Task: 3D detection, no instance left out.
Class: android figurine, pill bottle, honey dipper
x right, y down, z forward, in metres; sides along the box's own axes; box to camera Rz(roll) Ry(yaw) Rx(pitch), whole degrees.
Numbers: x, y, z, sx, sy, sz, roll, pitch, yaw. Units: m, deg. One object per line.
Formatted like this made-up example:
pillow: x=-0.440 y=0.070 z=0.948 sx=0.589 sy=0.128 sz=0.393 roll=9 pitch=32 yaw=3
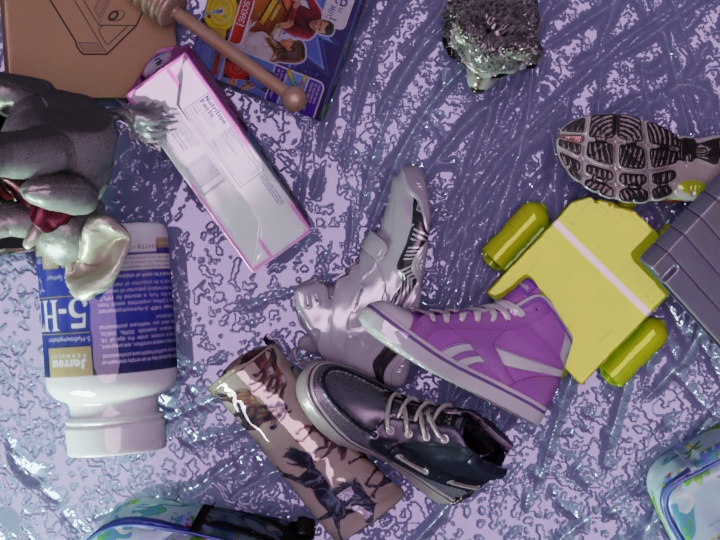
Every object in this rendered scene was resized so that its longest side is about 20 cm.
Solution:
android figurine: x=0.200 y=0.016 z=1.541 sx=0.182 sy=0.041 sz=0.200 roll=42 pitch=93 yaw=2
pill bottle: x=-0.224 y=0.061 z=1.510 sx=0.119 sy=0.120 sz=0.202 roll=-5 pitch=89 yaw=1
honey dipper: x=-0.125 y=-0.200 z=1.490 sx=0.200 sy=0.038 sz=0.038 roll=38 pitch=91 yaw=18

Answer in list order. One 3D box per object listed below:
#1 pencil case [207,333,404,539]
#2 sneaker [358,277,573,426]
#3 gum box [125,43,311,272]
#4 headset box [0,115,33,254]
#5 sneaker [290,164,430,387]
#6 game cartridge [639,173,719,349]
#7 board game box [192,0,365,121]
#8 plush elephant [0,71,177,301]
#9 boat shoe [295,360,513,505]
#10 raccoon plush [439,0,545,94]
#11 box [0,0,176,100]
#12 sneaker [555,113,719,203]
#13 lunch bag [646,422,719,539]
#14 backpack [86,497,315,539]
pencil case: x=-0.047 y=0.155 z=1.524 sx=0.078 sy=0.089 sz=0.200 roll=-40 pitch=92 yaw=12
sneaker: x=0.098 y=0.045 z=1.480 sx=0.200 sy=0.073 sz=0.115 roll=27 pitch=90 yaw=-26
gum box: x=-0.127 y=-0.106 z=1.492 sx=0.066 sy=0.114 sz=0.201 roll=-34 pitch=101 yaw=3
headset box: x=-0.350 y=-0.086 z=1.469 sx=0.074 sy=0.200 sz=0.150 roll=-7 pitch=89 yaw=17
sneaker: x=0.000 y=0.000 z=1.527 sx=0.114 sy=0.075 sz=0.202 roll=7 pitch=93 yaw=-2
game cartridge: x=0.350 y=0.008 z=1.502 sx=0.130 sy=0.038 sz=0.200 roll=-48 pitch=118 yaw=-4
board game box: x=-0.063 y=-0.249 z=1.508 sx=0.135 sy=0.035 sz=0.201 roll=22 pitch=117 yaw=1
plush elephant: x=-0.261 y=-0.069 z=1.392 sx=0.199 sy=0.165 sz=0.156 roll=-1 pitch=126 yaw=-29
boat shoe: x=0.044 y=0.131 z=1.487 sx=0.199 sy=0.093 sz=0.075 roll=33 pitch=51 yaw=-24
raccoon plush: x=0.116 y=-0.256 z=1.496 sx=0.096 sy=0.134 sz=0.202 roll=-3 pitch=90 yaw=2
box: x=-0.246 y=-0.254 z=1.524 sx=0.162 sy=0.021 sz=0.202 roll=-4 pitch=89 yaw=-29
sneaker: x=0.264 y=-0.090 z=1.516 sx=0.198 sy=0.085 sz=0.078 roll=9 pitch=86 yaw=-10
lunch bag: x=0.372 y=0.204 z=1.511 sx=0.199 sy=0.082 sz=0.161 roll=-28 pitch=103 yaw=2
backpack: x=-0.158 y=0.297 z=1.486 sx=0.198 sy=0.147 sz=0.184 roll=13 pitch=101 yaw=6
